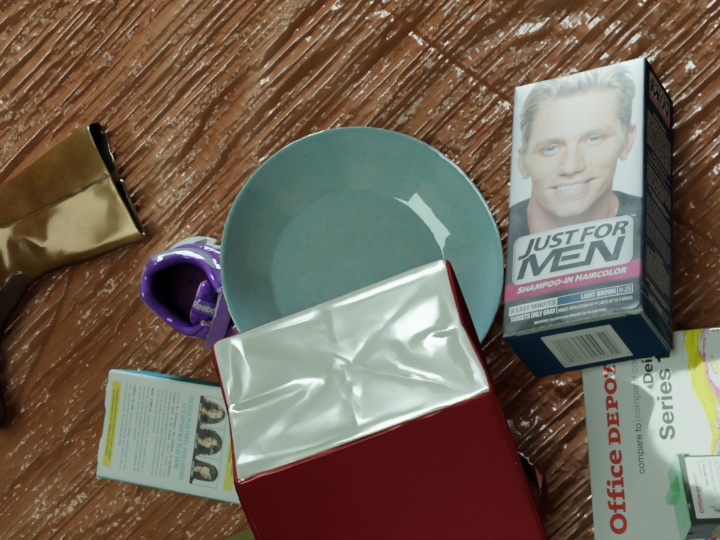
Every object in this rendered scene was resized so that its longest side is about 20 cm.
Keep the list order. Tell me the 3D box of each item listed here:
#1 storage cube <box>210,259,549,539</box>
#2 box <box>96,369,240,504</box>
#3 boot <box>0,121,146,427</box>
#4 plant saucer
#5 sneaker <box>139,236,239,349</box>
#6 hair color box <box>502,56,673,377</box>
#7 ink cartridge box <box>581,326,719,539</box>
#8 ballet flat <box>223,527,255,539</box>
[{"bbox_3d":[0.015,0.132,1.560,0.199,0.171,0.181,-19,121,2],"label":"storage cube"},{"bbox_3d":[-0.094,0.126,1.744,0.199,0.049,0.083,8,92,26],"label":"box"},{"bbox_3d":[-0.248,0.010,1.833,0.199,0.068,0.189,-24,69,15],"label":"boot"},{"bbox_3d":[0.000,0.000,1.680,0.200,0.039,0.202,1,73,-5],"label":"plant saucer"},{"bbox_3d":[-0.080,0.034,1.721,0.199,0.088,0.081,23,95,23],"label":"sneaker"},{"bbox_3d":[0.152,-0.036,1.582,0.099,0.061,0.201,-12,54,24],"label":"hair color box"},{"bbox_3d":[0.251,0.109,1.558,0.199,0.084,0.146,-6,84,26],"label":"ink cartridge box"},{"bbox_3d":[-0.045,0.212,1.707,0.199,0.063,0.069,-15,87,25],"label":"ballet flat"}]
